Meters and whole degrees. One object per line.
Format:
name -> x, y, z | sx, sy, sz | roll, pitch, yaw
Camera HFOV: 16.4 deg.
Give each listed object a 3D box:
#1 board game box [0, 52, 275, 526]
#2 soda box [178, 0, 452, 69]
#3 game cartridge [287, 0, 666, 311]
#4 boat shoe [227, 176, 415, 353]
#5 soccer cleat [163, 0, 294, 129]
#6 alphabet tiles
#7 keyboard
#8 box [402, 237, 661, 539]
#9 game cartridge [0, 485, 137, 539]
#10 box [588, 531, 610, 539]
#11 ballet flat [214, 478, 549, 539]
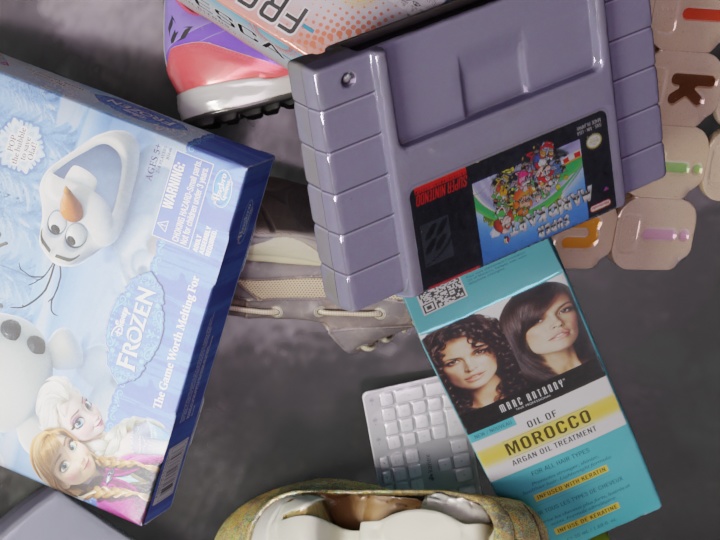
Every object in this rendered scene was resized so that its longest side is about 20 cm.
board game box -> -0.166, 0.002, 1.287 | 0.199, 0.043, 0.200 | 21, 106, 14
soda box -> -0.053, -0.153, 1.231 | 0.200, 0.064, 0.068 | 32, 83, 7
game cartridge -> 0.063, -0.069, 1.208 | 0.200, 0.038, 0.130 | -23, 114, -28
boat shoe -> 0.000, 0.000, 1.328 | 0.200, 0.075, 0.073 | 10, 124, -5
soccer cleat -> -0.003, -0.130, 1.285 | 0.200, 0.068, 0.073 | -15, 90, -2
alphabet tiles -> 0.142, -0.097, 1.301 | 0.195, 0.015, 0.200 | 0, 108, -24
keyboard -> 0.045, 0.154, 1.402 | 0.056, 0.011, 0.200 | -10, 108, -1
box -> 0.091, 0.065, 1.316 | 0.082, 0.049, 0.200 | -24, 133, 4
game cartridge -> -0.186, 0.224, 1.363 | 0.133, 0.042, 0.200 | 36, 82, -13
box -> 0.052, 0.198, 1.348 | 0.200, 0.122, 0.048 | -11, 109, -6
ballet flat -> 0.000, 0.143, 1.331 | 0.200, 0.071, 0.071 | -2, 110, 24
